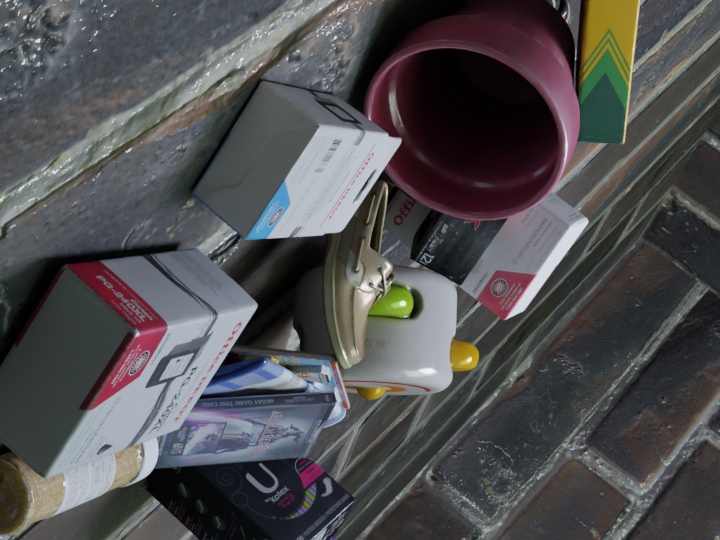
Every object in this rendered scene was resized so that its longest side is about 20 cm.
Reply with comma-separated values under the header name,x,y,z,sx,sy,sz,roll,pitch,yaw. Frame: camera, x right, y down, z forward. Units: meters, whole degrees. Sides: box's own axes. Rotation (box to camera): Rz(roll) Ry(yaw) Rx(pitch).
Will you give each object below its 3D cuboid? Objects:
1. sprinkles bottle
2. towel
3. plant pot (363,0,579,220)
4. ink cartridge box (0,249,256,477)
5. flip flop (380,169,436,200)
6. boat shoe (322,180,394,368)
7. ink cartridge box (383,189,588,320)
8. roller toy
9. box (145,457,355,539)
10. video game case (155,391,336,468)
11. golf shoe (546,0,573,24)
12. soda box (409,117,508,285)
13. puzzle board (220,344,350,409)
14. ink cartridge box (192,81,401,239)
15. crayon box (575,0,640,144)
name,x,y,z,sx,sy,sz,roll,pitch,yaw
sprinkles bottle,-0.260,0.178,1.112,0.068,0.068,0.200,-56,164,17
towel,-0.116,0.142,1.298,0.147,0.024,0.200,-17,153,17
plant pot,0.126,-0.177,1.215,0.179,0.200,0.200,-58,174,-46
ink cartridge box,-0.188,0.068,1.005,0.145,0.083,0.200,-56,164,17
flip flop,0.069,-0.106,1.350,0.200,0.081,0.058,-47,143,-75
boat shoe,0.000,0.000,1.255,0.072,0.065,0.200,67,22,-65
ink cartridge box,0.143,-0.059,1.483,0.146,0.200,0.085,-57,163,20
roller toy,0.016,0.075,1.397,0.200,0.182,0.140,16,73,-48
box,-0.127,0.255,1.427,0.122,0.200,0.106,-36,159,-44
video game case,-0.137,0.167,1.292,0.200,0.019,0.143,-1,150,-17
golf shoe,0.140,-0.232,1.359,0.088,0.077,0.200,10,120,-48
soda box,0.135,-0.084,1.379,0.200,0.071,0.063,-57,-169,28
puzzle board,-0.094,0.117,1.324,0.200,0.151,0.017,79,18,-70
ink cartridge box,-0.050,-0.093,1.095,0.116,0.067,0.200,-56,164,15
crayon box,0.239,-0.240,1.211,0.126,0.052,0.200,-79,170,-47
